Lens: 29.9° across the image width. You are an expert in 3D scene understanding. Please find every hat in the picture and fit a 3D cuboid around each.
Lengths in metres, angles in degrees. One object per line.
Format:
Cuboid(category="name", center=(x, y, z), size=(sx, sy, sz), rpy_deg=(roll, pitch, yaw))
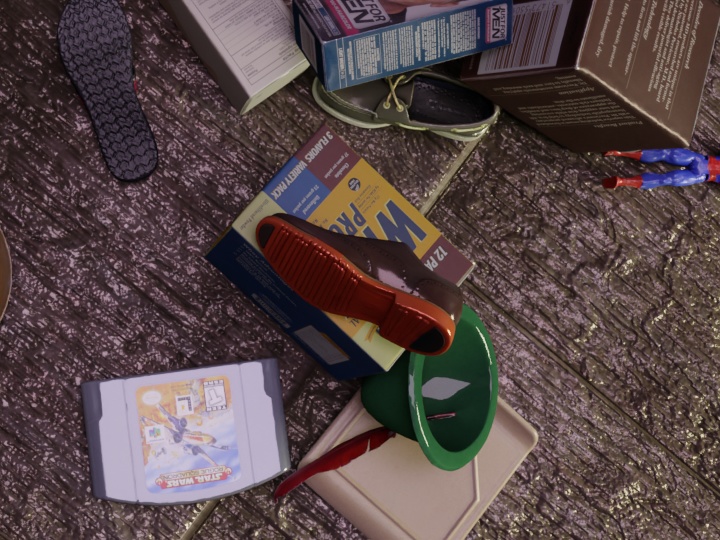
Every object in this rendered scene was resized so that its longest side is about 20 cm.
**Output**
Cuboid(category="hat", center=(0.020, 0.123, 1.374), size=(0.200, 0.175, 0.167), rpy_deg=(-26, 108, -54))

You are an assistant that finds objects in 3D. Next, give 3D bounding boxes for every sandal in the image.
Cuboid(category="sandal", center=(-0.259, -0.188, 1.378), size=(0.075, 0.045, 0.202), rpy_deg=(-16, 101, -10))

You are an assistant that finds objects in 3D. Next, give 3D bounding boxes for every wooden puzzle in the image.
Cuboid(category="wooden puzzle", center=(0.060, 0.191, 1.409), size=(0.185, 0.037, 0.200), rpy_deg=(42, 80, -5))

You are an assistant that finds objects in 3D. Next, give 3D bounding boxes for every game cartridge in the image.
Cuboid(category="game cartridge", center=(-0.172, 0.165, 1.346), size=(0.198, 0.042, 0.134), rpy_deg=(-7, 79, -11))

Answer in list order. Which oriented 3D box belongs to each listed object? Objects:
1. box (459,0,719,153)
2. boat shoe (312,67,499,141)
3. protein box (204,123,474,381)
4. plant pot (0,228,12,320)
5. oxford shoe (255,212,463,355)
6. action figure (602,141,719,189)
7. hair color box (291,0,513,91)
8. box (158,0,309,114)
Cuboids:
Cuboid(category="box", center=(0.241, -0.237, 1.404), size=(0.199, 0.165, 0.165), rpy_deg=(25, 75, -39))
Cuboid(category="boat shoe", center=(0.050, -0.185, 1.439), size=(0.200, 0.060, 0.073), rpy_deg=(10, 81, -13))
Cuboid(category="protein box", center=(-0.028, -0.009, 1.325), size=(0.198, 0.200, 0.135), rpy_deg=(43, 75, -5))
Cuboid(category="plant pot", center=(-0.441, 0.005, 1.311), size=(0.198, 0.027, 0.202), rpy_deg=(2, 83, -14))
Cuboid(category="oxford shoe", center=(0.000, 0.000, 1.202), size=(0.199, 0.071, 0.073), rpy_deg=(31, 49, -5))
Cuboid(category="action figure", center=(0.380, -0.118, 1.497), size=(0.198, 0.099, 0.066), rpy_deg=(1, 84, -16))
Cuboid(category="hair color box", center=(0.041, -0.249, 1.335), size=(0.199, 0.061, 0.100), rpy_deg=(-16, 43, -13))
Cuboid(category="box", center=(-0.141, -0.273, 1.394), size=(0.095, 0.078, 0.201), rpy_deg=(-35, 92, -16))
